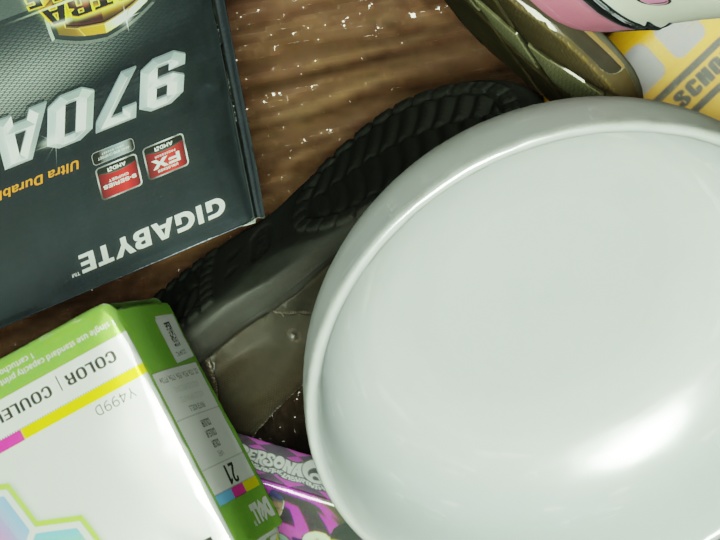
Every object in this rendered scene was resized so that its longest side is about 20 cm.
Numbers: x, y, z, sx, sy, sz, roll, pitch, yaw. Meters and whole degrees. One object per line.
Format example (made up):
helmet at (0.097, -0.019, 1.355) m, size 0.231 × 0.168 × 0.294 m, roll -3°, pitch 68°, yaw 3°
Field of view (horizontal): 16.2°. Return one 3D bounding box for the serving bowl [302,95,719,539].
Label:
serving bowl at (0.072, 0.020, 0.898) m, size 0.199 × 0.066 × 0.201 m, roll -6°, pitch 123°, yaw -10°

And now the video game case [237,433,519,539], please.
video game case at (-0.055, 0.150, 0.992) m, size 0.199 × 0.036 × 0.182 m, roll 17°, pitch 115°, yaw 0°

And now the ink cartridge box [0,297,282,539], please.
ink cartridge box at (-0.094, 0.130, 0.899) m, size 0.147 × 0.076 × 0.201 m, roll -29°, pitch 86°, yaw 8°

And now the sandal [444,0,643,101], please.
sandal at (0.039, -0.133, 0.912) m, size 0.055 × 0.082 × 0.200 m, roll -39°, pitch 65°, yaw -2°

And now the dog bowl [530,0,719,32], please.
dog bowl at (0.080, -0.168, 0.834) m, size 0.074 × 0.200 × 0.201 m, roll -19°, pitch 99°, yaw 28°

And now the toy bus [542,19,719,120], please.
toy bus at (0.164, -0.107, 0.937) m, size 0.078 × 0.065 × 0.200 m, roll 44°, pitch 100°, yaw -3°

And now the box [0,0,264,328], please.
box at (-0.142, -0.056, 0.903) m, size 0.199 × 0.046 × 0.159 m, roll -23°, pitch 127°, yaw -19°

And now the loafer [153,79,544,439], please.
loafer at (0.000, 0.000, 0.962) m, size 0.200 × 0.073 × 0.071 m, roll -33°, pitch 114°, yaw 25°
